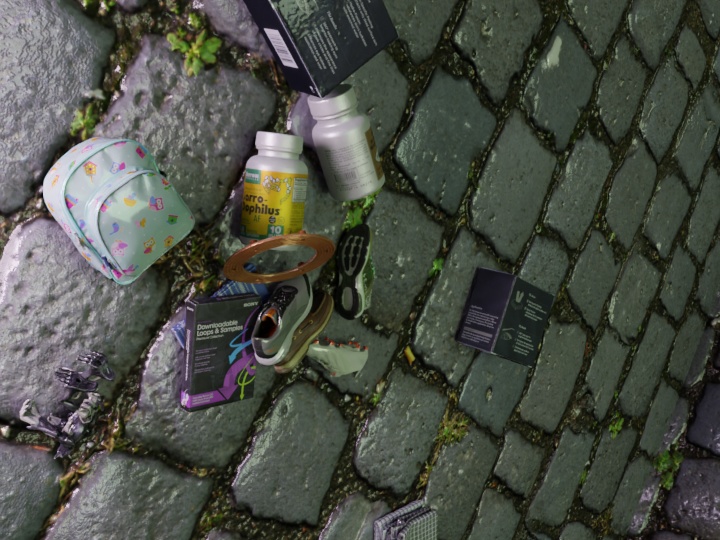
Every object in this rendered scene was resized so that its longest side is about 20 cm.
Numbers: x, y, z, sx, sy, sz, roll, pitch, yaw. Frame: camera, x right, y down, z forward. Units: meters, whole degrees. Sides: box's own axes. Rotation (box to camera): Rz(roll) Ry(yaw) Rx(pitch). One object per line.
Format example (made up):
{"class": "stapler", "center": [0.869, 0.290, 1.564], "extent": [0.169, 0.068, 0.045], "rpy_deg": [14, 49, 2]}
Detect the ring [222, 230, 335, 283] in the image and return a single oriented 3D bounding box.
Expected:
{"class": "ring", "center": [-0.142, -0.024, 1.311], "extent": [0.200, 0.200, 0.019], "rpy_deg": [6, 62, -45]}

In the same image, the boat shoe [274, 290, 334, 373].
{"class": "boat shoe", "center": [-0.117, 0.105, 1.453], "extent": [0.068, 0.072, 0.200], "rpy_deg": [54, 49, -24]}

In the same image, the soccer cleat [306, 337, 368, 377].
{"class": "soccer cleat", "center": [-0.058, 0.181, 1.546], "extent": [0.199, 0.069, 0.078], "rpy_deg": [16, 93, -47]}

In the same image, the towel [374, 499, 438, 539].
{"class": "towel", "center": [0.116, 0.680, 1.820], "extent": [0.165, 0.085, 0.201], "rpy_deg": [-9, 106, -43]}

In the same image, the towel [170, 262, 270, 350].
{"class": "towel", "center": [-0.242, 0.096, 1.381], "extent": [0.200, 0.024, 0.145], "rpy_deg": [-43, 129, -27]}

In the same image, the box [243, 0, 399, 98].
{"class": "box", "center": [-0.068, -0.448, 1.323], "extent": [0.200, 0.117, 0.197], "rpy_deg": [-41, 127, -14]}

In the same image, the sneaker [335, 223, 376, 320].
{"class": "sneaker", "center": [0.000, 0.000, 1.565], "extent": [0.088, 0.077, 0.201], "rpy_deg": [-10, 112, -56]}

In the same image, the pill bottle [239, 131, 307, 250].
{"class": "pill bottle", "center": [-0.153, -0.142, 1.340], "extent": [0.112, 0.112, 0.201], "rpy_deg": [-1, 101, -44]}

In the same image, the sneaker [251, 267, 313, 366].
{"class": "sneaker", "center": [-0.144, 0.075, 1.380], "extent": [0.080, 0.073, 0.201], "rpy_deg": [72, 31, -51]}

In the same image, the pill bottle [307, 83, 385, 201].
{"class": "pill bottle", "center": [-0.030, -0.246, 1.433], "extent": [0.114, 0.114, 0.201], "rpy_deg": [-37, 123, -32]}

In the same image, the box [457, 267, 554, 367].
{"class": "box", "center": [0.370, 0.120, 1.897], "extent": [0.196, 0.117, 0.201], "rpy_deg": [22, 85, -44]}

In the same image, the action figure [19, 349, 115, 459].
{"class": "action figure", "center": [-0.446, 0.204, 1.149], "extent": [0.200, 0.102, 0.119], "rpy_deg": [-57, 180, 36]}

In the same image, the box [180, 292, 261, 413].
{"class": "box", "center": [-0.250, 0.144, 1.347], "extent": [0.142, 0.036, 0.201], "rpy_deg": [-7, 107, -44]}

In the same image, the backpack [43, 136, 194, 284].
{"class": "backpack", "center": [-0.362, -0.098, 1.126], "extent": [0.176, 0.153, 0.201], "rpy_deg": [-43, 120, -21]}
